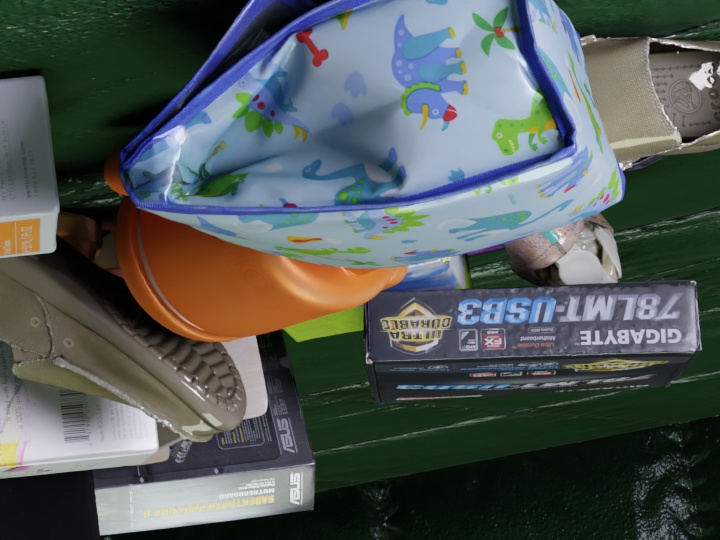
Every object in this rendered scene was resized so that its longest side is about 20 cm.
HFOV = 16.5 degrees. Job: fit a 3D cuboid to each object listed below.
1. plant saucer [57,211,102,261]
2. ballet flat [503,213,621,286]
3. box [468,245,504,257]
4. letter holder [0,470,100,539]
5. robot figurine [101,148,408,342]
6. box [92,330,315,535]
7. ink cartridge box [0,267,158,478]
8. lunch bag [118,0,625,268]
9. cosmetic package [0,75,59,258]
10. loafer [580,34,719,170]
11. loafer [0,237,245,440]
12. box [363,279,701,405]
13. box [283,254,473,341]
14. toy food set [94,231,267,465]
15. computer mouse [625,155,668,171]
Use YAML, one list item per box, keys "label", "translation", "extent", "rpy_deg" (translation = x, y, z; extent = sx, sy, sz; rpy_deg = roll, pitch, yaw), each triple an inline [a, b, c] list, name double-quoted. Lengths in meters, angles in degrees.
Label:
- label: "plant saucer"
  translation: [-0.258, 0.001, 1.551]
  extent: [0.200, 0.038, 0.200]
  rpy_deg: [-8, 170, -1]
- label: "ballet flat"
  translation: [0.126, -0.011, 1.546]
  extent: [0.068, 0.067, 0.200]
  rpy_deg: [-47, 163, 8]
- label: "box"
  translation: [0.041, -0.035, 1.590]
  extent: [0.143, 0.036, 0.200]
  rpy_deg: [-12, 171, 15]
- label: "letter holder"
  translation: [-0.257, 0.132, 1.606]
  extent: [0.142, 0.201, 0.100]
  rpy_deg: [-15, 169, 36]
- label: "robot figurine"
  translation: [-0.055, -0.026, 1.333]
  extent: [0.144, 0.117, 0.200]
  rpy_deg: [-18, -179, -41]
- label: "box"
  translation: [-0.125, 0.088, 1.720]
  extent: [0.158, 0.200, 0.048]
  rpy_deg: [-7, 133, -10]
- label: "ink cartridge box"
  translation: [-0.230, 0.066, 1.498]
  extent: [0.199, 0.117, 0.067]
  rpy_deg: [-4, 170, -17]
- label: "lunch bag"
  translation: [0.005, -0.062, 1.141]
  extent: [0.200, 0.128, 0.170]
  rpy_deg: [-20, 168, 12]
- label: "cosmetic package"
  translation: [-0.250, -0.041, 1.213]
  extent: [0.199, 0.071, 0.101]
  rpy_deg: [-6, 170, -8]
- label: "loafer"
  translation: [0.124, -0.087, 1.266]
  extent: [0.200, 0.076, 0.067]
  rpy_deg: [-15, 173, -24]
- label: "loafer"
  translation: [-0.154, 0.037, 1.404]
  extent: [0.068, 0.200, 0.076]
  rpy_deg: [-58, 170, 22]
- label: "box"
  translation: [0.103, 0.046, 1.545]
  extent: [0.199, 0.050, 0.199]
  rpy_deg: [-2, 169, 1]
- label: "box"
  translation: [0.000, 0.000, 1.516]
  extent: [0.122, 0.048, 0.200]
  rpy_deg: [-10, 169, 6]
- label: "toy food set"
  translation: [-0.112, 0.037, 1.562]
  extent: [0.060, 0.144, 0.200]
  rpy_deg: [-7, 170, -25]
- label: "computer mouse"
  translation: [0.112, -0.076, 1.444]
  extent: [0.200, 0.034, 0.059]
  rpy_deg: [-10, 149, -20]
